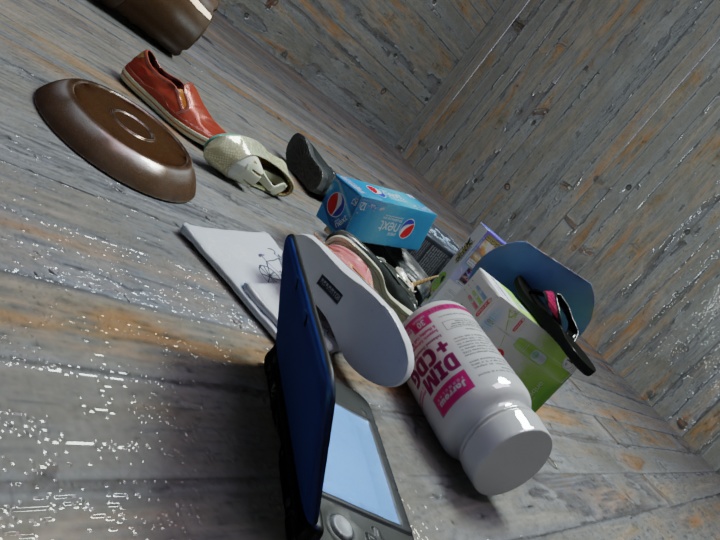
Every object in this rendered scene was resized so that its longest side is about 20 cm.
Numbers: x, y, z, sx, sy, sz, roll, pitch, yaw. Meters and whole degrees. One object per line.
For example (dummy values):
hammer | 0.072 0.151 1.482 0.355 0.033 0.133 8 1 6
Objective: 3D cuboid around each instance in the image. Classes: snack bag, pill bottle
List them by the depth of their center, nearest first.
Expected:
snack bag | -0.086 0.016 0.685 0.200 0.022 0.188 46 15 15
pill bottle | 0.121 0.137 0.688 0.112 0.114 0.201 29 19 -37

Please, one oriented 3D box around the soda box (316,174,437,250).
soda box | 0.029 -0.082 0.908 0.064 0.069 0.198 41 21 33

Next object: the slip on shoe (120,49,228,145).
slip on shoe | -0.263 -0.248 0.913 0.199 0.061 0.074 40 12 -11

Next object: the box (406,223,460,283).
box | 0.117 -0.027 1.165 0.198 0.108 0.149 31 17 -36

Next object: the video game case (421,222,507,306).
video game case | 0.234 0.045 1.110 0.198 0.182 0.046 35 14 -22

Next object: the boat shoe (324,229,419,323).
boat shoe | 0.016 0.016 0.801 0.200 0.071 0.069 47 32 -32

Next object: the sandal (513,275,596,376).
sandal | 0.279 0.066 0.857 0.074 0.045 0.201 32 19 -30

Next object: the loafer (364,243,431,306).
loafer | 0.040 -0.025 1.008 0.202 0.073 0.072 53 34 5

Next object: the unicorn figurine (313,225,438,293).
unicorn figurine | 0.000 0.000 0.884 0.138 0.075 0.198 48 32 23

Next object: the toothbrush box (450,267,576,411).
toothbrush box | 0.207 0.118 0.902 0.198 0.146 0.087 35 16 -25

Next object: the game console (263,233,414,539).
game console | -0.009 0.097 0.458 0.169 0.119 0.201 33 17 -27

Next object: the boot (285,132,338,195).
boot | -0.052 -0.185 1.261 0.198 0.066 0.167 21 34 -47

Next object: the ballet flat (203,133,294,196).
ballet flat | -0.155 -0.152 0.911 0.063 0.067 0.199 55 18 16

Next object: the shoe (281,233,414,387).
shoe | 0.000 0.039 0.666 0.200 0.072 0.090 47 18 24

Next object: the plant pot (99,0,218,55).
plant pot | -0.400 -0.556 1.211 0.197 0.200 0.201 37 13 -39

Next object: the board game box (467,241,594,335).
board game box | 0.270 0.034 0.969 0.197 0.160 0.039 32 37 2

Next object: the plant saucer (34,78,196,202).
plant saucer | -0.266 -0.155 0.697 0.199 0.032 0.201 39 16 -13
